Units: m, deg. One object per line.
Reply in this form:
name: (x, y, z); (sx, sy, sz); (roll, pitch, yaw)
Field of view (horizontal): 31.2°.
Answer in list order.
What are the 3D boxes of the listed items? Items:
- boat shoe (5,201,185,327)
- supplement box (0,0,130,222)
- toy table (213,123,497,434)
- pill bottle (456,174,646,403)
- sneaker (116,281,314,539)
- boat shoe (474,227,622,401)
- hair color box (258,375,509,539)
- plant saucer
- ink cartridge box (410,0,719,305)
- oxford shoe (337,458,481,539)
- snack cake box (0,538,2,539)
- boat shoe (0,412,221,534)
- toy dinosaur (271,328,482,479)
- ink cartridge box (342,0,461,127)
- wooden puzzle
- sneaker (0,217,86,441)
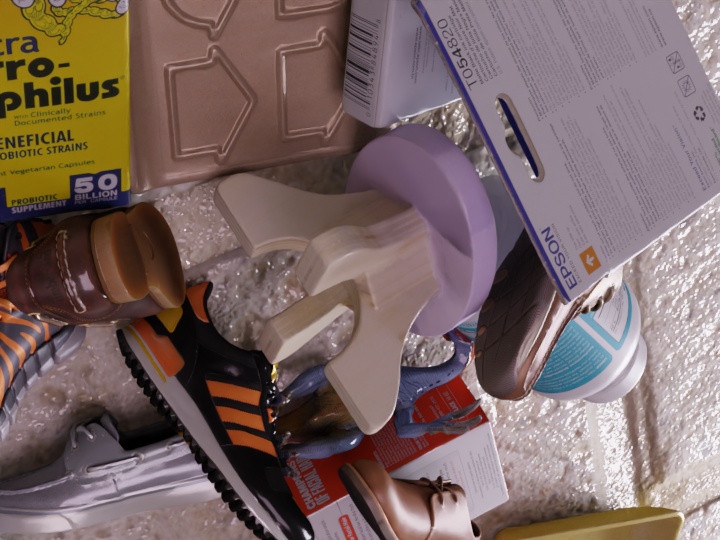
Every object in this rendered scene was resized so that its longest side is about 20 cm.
boat shoe: (-0.157, -0.002, 0.785); (0.069, 0.200, 0.071); (-18, 86, 5)
supplement box: (-0.184, -0.132, 0.681); (0.107, 0.110, 0.201); (-10, 142, -18)
toy table: (0.000, 0.000, 0.829); (0.116, 0.184, 0.201); (-29, 156, -23)
pill bottle: (0.136, 0.025, 0.963); (0.111, 0.111, 0.200); (-45, 128, 8)
sneaker: (-0.079, 0.099, 0.886); (0.090, 0.070, 0.201); (-37, 88, -16)
boat shoe: (0.138, -0.002, 0.837); (0.071, 0.076, 0.202); (32, 73, -19)
hair color box: (0.013, 0.177, 1.031); (0.198, 0.064, 0.112); (-27, 135, -8)
plant saucer: (0.186, 0.300, 1.206); (0.197, 0.049, 0.202); (-4, 123, -22)
ink cartridge box: (0.133, -0.105, 0.794); (0.199, 0.040, 0.202); (-30, 96, -33)
oxford shoe: (0.040, 0.174, 0.954); (0.071, 0.072, 0.200); (-39, 147, 0)
snack cake box: (-0.273, 0.271, 0.934); (0.113, 0.068, 0.201); (-13, 131, 19)
boat shoe: (-0.178, 0.136, 0.928); (0.198, 0.070, 0.073); (-9, 101, -14)
toy dinosaur: (0.002, 0.083, 0.985); (0.180, 0.199, 0.107); (-15, 89, -40)
ink cartridge box: (0.076, -0.208, 0.813); (0.199, 0.043, 0.199); (-25, 132, -40)
wooden puzzle: (-0.063, -0.153, 0.802); (0.197, 0.046, 0.187); (-15, 126, -21)
sneaker: (-0.237, 0.032, 0.769); (0.076, 0.201, 0.114); (3, 119, 15)
